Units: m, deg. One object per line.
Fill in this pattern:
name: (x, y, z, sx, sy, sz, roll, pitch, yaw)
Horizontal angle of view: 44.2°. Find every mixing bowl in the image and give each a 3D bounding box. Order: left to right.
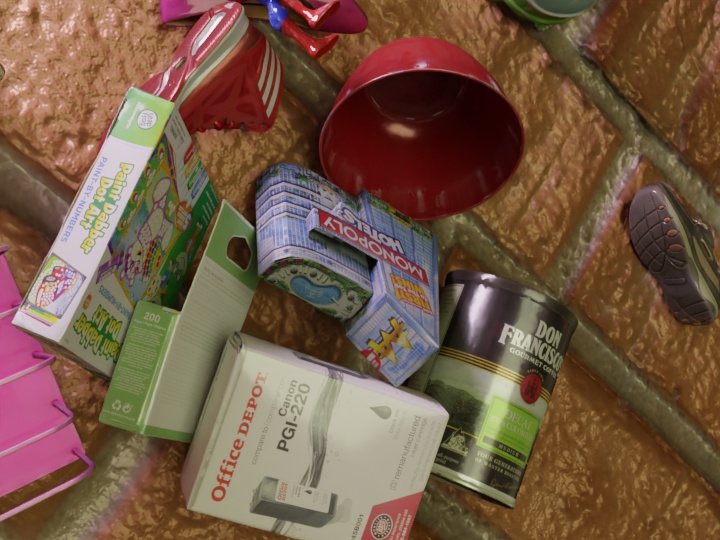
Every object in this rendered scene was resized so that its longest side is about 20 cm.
mixing bowl: (0.057, -0.155, 0.885, 0.198, 0.200, 0.109, 20, 47, -24)

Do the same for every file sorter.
file sorter: (-0.312, 0.095, 0.706, 0.138, 0.125, 0.202, -24, 98, -26)

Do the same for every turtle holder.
turtle holder: (0.236, -0.343, 0.993, 0.185, 0.131, 0.142, 38, 72, -20)

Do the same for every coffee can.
coffee can: (0.122, 0.121, 0.911, 0.145, 0.146, 0.202, 27, 77, -23)

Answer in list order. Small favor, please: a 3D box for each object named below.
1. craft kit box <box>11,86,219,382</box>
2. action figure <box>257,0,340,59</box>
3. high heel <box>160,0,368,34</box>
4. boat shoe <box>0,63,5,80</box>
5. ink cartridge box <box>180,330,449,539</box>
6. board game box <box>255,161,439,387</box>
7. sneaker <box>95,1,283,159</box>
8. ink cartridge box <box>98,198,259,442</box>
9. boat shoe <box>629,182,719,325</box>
craft kit box: (-0.188, -0.015, 0.731, 0.048, 0.200, 0.199, 22, 75, 8)
action figure: (-0.085, -0.283, 0.795, 0.199, 0.065, 0.099, 37, 65, 14)
high heel: (-0.092, -0.245, 0.861, 0.198, 0.067, 0.097, 16, 71, -10)
boat shoe: (-0.391, -0.181, 0.710, 0.199, 0.073, 0.064, 20, 86, -22)
ink cartridge box: (-0.042, 0.155, 0.780, 0.198, 0.085, 0.147, 19, 90, -13)
board game box: (0.000, 0.000, 0.824, 0.199, 0.201, 0.062, 30, 118, -28)
sneaker: (-0.145, -0.138, 0.827, 0.200, 0.078, 0.115, -47, 130, 2)
ink cartridge box: (-0.148, 0.048, 0.783, 0.047, 0.146, 0.202, 13, 79, 14)
boat shoe: (0.396, -0.027, 1.103, 0.073, 0.074, 0.201, -42, 115, -32)
